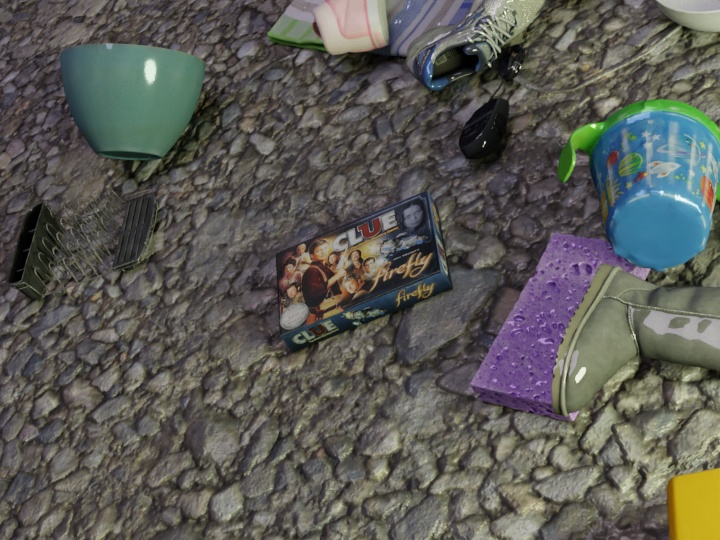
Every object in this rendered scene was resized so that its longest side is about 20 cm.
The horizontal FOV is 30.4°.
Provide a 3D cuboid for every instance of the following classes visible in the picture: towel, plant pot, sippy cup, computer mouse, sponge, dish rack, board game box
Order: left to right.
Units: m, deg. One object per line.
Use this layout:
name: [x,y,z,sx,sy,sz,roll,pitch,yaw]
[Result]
dish rack: [-0.367,-0.044,1.774,0.199,0.055,0.154,-17,45,20]
plant pot: [-0.318,-0.226,1.834,0.199,0.200,0.136,0,86,34]
towel: [-0.033,-0.398,1.904,0.149,0.031,0.200,16,62,43]
board game box: [0.000,0.000,1.501,0.199,0.035,0.136,-22,42,14]
towel: [0.082,-0.345,1.783,0.199,0.024,0.147,16,62,42]
computer mouse: [0.167,-0.202,1.590,0.058,0.034,0.201,-27,29,49]
sponge: [0.202,0.052,1.320,0.111,0.030,0.201,11,58,39]
sippy cup: [0.288,-0.075,1.288,0.176,0.140,0.131,-8,37,18]

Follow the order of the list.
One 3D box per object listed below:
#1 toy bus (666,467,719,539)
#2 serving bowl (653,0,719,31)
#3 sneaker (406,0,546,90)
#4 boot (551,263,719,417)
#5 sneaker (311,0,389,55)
toy bus: [0.282,0.261,1.032,0.065,0.078,0.201,-14,45,23]
serving bowl: [0.430,-0.341,1.514,0.199,0.066,0.201,-18,44,18]
sneaker: [0.152,-0.285,1.637,0.199,0.077,0.085,-35,31,14]
boot: [0.289,0.075,1.202,0.199,0.073,0.183,16,62,25]
sneaker: [-0.019,-0.372,1.797,0.104,0.075,0.201,-14,53,15]
